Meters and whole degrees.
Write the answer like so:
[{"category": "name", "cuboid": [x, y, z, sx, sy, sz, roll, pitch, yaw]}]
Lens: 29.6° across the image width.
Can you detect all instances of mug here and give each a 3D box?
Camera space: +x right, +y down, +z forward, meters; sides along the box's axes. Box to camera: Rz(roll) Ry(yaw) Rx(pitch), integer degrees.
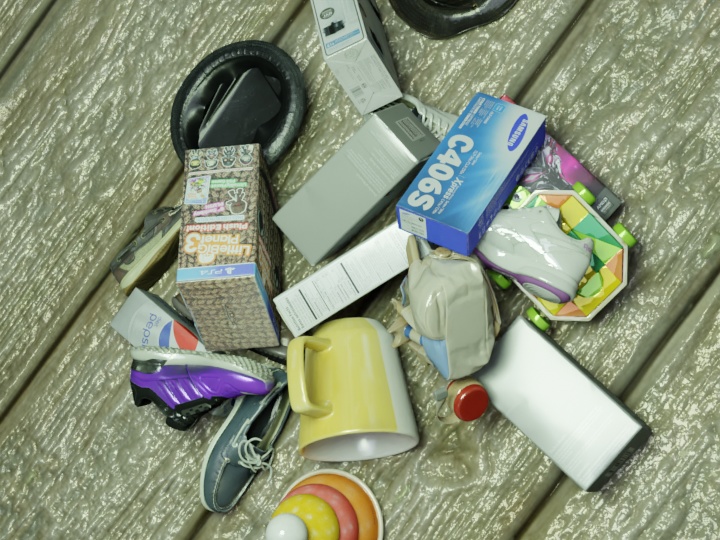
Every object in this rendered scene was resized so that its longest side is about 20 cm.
[{"category": "mug", "cuboid": [-0.008, 0.137, 1.661, 0.148, 0.187, 0.155, -5, 70, 1]}]

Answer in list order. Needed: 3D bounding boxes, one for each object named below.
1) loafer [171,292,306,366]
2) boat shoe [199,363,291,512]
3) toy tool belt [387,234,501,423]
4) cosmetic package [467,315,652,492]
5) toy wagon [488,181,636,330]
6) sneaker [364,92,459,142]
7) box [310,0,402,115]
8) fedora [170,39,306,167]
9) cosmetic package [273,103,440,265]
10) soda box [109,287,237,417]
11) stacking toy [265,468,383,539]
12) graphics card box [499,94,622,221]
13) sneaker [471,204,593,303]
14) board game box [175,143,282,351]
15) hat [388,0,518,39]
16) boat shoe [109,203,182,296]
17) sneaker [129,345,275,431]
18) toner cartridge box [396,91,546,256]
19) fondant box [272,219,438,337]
[{"category": "loafer", "cuboid": [-0.152, 0.062, 1.779, 0.198, 0.073, 0.072, 21, 77, 15]}, {"category": "boat shoe", "cuboid": [-0.138, 0.219, 1.737, 0.062, 0.075, 0.201, 20, 78, 43]}, {"category": "toy tool belt", "cuboid": [0.095, 0.065, 1.588, 0.124, 0.202, 0.123, -21, 31, -20]}, {"category": "cosmetic package", "cuboid": [0.235, 0.158, 1.621, 0.107, 0.090, 0.200, -48, 68, 8]}, {"category": "toy wagon", "cuboid": [0.223, -0.033, 1.623, 0.155, 0.040, 0.200, -45, 86, 10]}, {"category": "sneaker", "cuboid": [0.087, -0.175, 1.733, 0.198, 0.071, 0.074, 19, 87, 18]}, {"category": "box", "cuboid": [-0.012, -0.310, 1.729, 0.060, 0.117, 0.201, -24, 48, 13]}, {"category": "fedora", "cuboid": [-0.151, -0.201, 1.805, 0.198, 0.092, 0.203, -3, 80, 18]}, {"category": "cosmetic package", "cuboid": [-0.004, -0.107, 1.685, 0.090, 0.107, 0.200, 46, 117, 5]}, {"category": "soda box", "cuboid": [-0.232, 0.108, 1.791, 0.200, 0.068, 0.064, 38, 93, 21]}, {"category": "stacking toy", "cuboid": [-0.065, 0.308, 1.631, 0.145, 0.200, 0.148, -3, 79, 17]}, {"category": "graphics card box", "cuboid": [0.207, -0.103, 1.670, 0.200, 0.051, 0.126, 44, 95, 4]}, {"category": "sneaker", "cuboid": [0.178, -0.041, 1.586, 0.199, 0.075, 0.100, 29, 78, 17]}, {"category": "board game box", "cuboid": [-0.159, -0.028, 1.698, 0.096, 0.160, 0.202, -5, 56, 6]}, {"category": "hat", "cuboid": [0.116, -0.403, 1.758, 0.198, 0.081, 0.203, -4, 78, 18]}, {"category": "boat shoe", "cuboid": [-0.262, -0.054, 1.827, 0.200, 0.073, 0.065, -46, 76, 6]}, {"category": "sneaker", "cuboid": [-0.200, 0.153, 1.706, 0.198, 0.069, 0.101, 7, 90, 22]}, {"category": "toner cartridge box", "cuboid": [0.130, -0.114, 1.575, 0.094, 0.043, 0.201, 23, 58, 20]}, {"category": "fondant box", "cuboid": [0.000, 0.000, 1.690, 0.199, 0.144, 0.059, -31, 90, 11]}]
